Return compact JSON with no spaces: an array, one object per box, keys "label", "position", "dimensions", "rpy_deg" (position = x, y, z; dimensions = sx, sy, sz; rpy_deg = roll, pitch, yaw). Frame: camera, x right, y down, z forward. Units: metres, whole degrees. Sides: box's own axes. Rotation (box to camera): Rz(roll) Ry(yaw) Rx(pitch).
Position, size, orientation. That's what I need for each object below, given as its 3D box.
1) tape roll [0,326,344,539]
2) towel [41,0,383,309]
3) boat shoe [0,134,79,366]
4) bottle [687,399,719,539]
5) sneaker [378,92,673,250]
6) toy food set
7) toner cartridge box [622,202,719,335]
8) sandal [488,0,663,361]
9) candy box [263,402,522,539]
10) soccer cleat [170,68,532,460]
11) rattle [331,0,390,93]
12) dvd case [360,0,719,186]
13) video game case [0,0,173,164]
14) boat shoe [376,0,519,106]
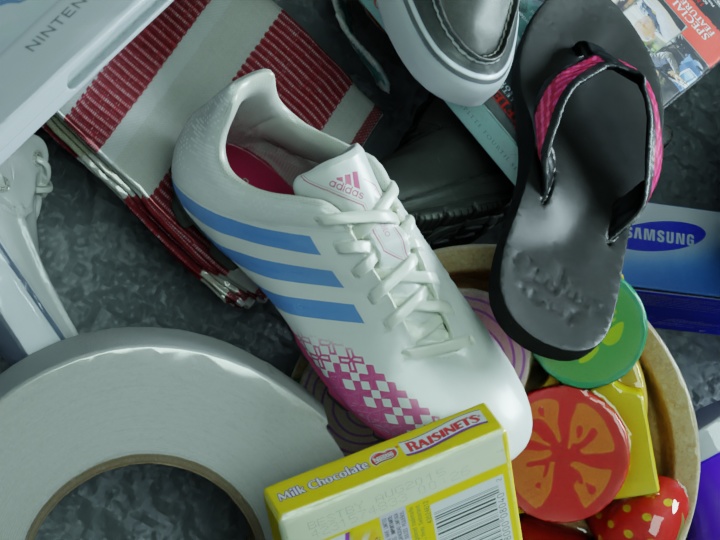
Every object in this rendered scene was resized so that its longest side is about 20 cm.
[{"label":"tape roll","position":[-0.094,0.124,1.009],"dimensions":[0.201,0.037,0.204],"rpy_deg":[-3,104,-10]},{"label":"towel","position":[-0.089,-0.094,1.063],"dimensions":[0.200,0.023,0.144],"rpy_deg":[44,50,-15]},{"label":"boat shoe","position":[-0.166,-0.043,1.026],"dimensions":[0.065,0.074,0.201],"rpy_deg":[-32,95,-17]},{"label":"bottle","position":[0.210,0.157,1.130],"dimensions":[0.065,0.083,0.201],"rpy_deg":[-32,95,-21]},{"label":"sneaker","position":[0.052,-0.061,1.113],"dimensions":[0.199,0.076,0.091],"rpy_deg":[-21,81,-36]},{"label":"toy food set","position":[0.052,0.083,1.060],"dimensions":[0.199,0.049,0.199],"rpy_deg":[-10,93,10]},{"label":"toner cartridge box","position":[0.184,0.004,1.137],"dimensions":[0.199,0.095,0.043],"rpy_deg":[7,78,-20]},{"label":"sandal","position":[0.101,-0.050,1.024],"dimensions":[0.075,0.045,0.201],"rpy_deg":[22,51,-13]},{"label":"candy box","position":[0.024,0.153,1.005],"dimensions":[0.102,0.026,0.201],"rpy_deg":[-19,128,-11]},{"label":"soccer cleat","position":[0.000,0.000,0.989],"dimensions":[0.200,0.086,0.070],"rpy_deg":[43,50,7]},{"label":"rattle","position":[-0.052,-0.176,1.107],"dimensions":[0.200,0.142,0.131],"rpy_deg":[60,32,-43]},{"label":"dvd case","position":[0.096,-0.130,1.116],"dimensions":[0.146,0.022,0.200],"rpy_deg":[50,47,2]},{"label":"video game case","position":[-0.168,-0.146,0.995],"dimensions":[0.199,0.022,0.182],"rpy_deg":[29,60,25]},{"label":"boat shoe","position":[0.046,-0.169,1.054],"dimensions":[0.068,0.057,0.201],"rpy_deg":[15,57,-25]}]
